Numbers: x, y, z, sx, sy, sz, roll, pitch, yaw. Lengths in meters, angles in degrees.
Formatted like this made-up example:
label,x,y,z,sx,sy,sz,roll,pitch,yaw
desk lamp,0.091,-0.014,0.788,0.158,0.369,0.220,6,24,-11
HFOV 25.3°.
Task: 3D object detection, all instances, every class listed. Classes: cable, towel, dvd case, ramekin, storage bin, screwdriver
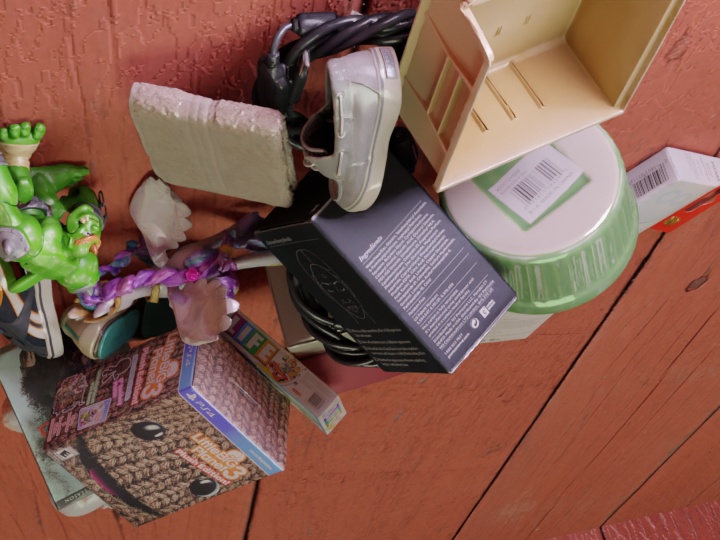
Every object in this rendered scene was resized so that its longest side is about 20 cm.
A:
label,x,y,z,sx,sy,sz,roll,pitch,yaw
cable,-0.011,-0.166,1.379,0.163,0.051,0.200,-17,156,-10
towel,-0.123,-0.108,1.389,0.132,0.035,0.200,11,165,3
dvd case,-0.305,0.148,1.762,0.146,0.200,0.022,-25,-155,-17
ramekin,0.169,-0.067,1.559,0.200,0.200,0.098,-16,151,2
storage bin,0.143,-0.185,1.307,0.200,0.094,0.199,-23,159,-22
screwdriver,0.053,-0.092,1.626,0.028,0.029,0.200,-17,153,3
cable,0.000,0.000,1.633,0.163,0.200,0.051,-40,-161,-9

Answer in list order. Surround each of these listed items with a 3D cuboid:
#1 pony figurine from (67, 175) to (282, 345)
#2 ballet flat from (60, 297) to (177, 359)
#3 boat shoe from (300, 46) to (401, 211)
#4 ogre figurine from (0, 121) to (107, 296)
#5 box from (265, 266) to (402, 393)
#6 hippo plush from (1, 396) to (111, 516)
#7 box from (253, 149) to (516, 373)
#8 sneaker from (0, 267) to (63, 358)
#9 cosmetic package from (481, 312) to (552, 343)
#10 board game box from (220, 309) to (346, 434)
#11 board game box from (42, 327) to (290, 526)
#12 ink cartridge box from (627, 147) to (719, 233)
label,x,y,z,sx,sy,sz,roll,pitch,yaw
pony figurine,-0.171,-0.001,1.576,0.200,0.167,0.193,-17,172,-43
ballet flat,-0.251,0.043,1.698,0.069,0.070,0.200,-25,178,23
boat shoe,-0.016,-0.116,1.331,0.071,0.070,0.201,-5,150,-12
ogre figurine,-0.278,-0.047,1.396,0.098,0.120,0.200,-14,159,-3
box,-0.024,0.044,1.779,0.109,0.128,0.200,-17,158,5
hippo plush,-0.323,0.205,1.877,0.159,0.161,0.200,-10,-178,41
box,0.022,-0.007,1.517,0.107,0.200,0.148,-48,-163,-18
sneaker,-0.344,0.027,1.593,0.079,0.078,0.200,-16,148,-13
cosmetic package,0.186,-0.004,1.837,0.085,0.108,0.200,-4,157,-27
board game box,-0.105,0.095,1.751,0.034,0.200,0.134,-49,170,-8
board game box,-0.201,0.163,1.683,0.200,0.097,0.159,-24,129,24
ink cartridge box,0.362,-0.074,1.862,0.200,0.047,0.160,8,148,-42
